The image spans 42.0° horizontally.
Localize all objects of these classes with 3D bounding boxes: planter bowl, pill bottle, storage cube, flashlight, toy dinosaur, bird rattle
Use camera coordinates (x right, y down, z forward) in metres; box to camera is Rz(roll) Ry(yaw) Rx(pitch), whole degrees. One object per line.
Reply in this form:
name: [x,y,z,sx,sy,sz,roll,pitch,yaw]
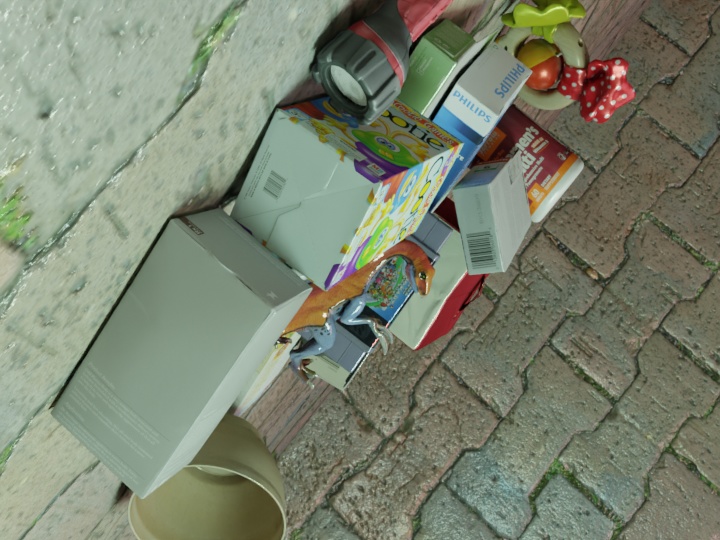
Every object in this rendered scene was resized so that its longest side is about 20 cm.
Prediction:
planter bowl: [-0.190,0.274,1.216,0.201,0.198,0.136,-55,-161,30]
pill bottle: [0.206,-0.170,1.319,0.110,0.199,0.110,-49,173,-8]
storage cube: [0.078,-0.016,1.326,0.172,0.199,0.179,-55,167,14]
flashlight: [0.048,-0.201,0.725,0.200,0.068,0.068,-47,177,-19]
toy dinosaur: [-0.019,0.037,0.919,0.199,0.106,0.182,-10,150,-50]
bird rattle: [0.259,-0.277,1.228,0.113,0.201,0.162,-45,-165,-31]

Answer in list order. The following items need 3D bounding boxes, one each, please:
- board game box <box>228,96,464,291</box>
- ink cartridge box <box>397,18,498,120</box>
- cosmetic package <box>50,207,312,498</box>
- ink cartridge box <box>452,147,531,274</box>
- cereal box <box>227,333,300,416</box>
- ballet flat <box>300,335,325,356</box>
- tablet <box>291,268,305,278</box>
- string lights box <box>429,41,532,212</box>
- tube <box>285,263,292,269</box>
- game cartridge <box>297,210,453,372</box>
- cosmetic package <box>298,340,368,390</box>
board game box: [-0.005,-0.078,0.796,0.106,0.102,0.200,-61,167,26]
ink cartridge box: [0.071,-0.193,0.989,0.146,0.048,0.200,-55,179,31]
cosmetic package: [-0.139,0.062,0.725,0.201,0.107,0.090,-51,172,17]
ink cartridge box: [0.171,-0.080,1.186,0.050,0.111,0.200,-6,-162,22]
cereal box: [-0.130,0.120,1.308,0.201,0.039,0.144,-55,173,30]
ballet flat: [-0.014,0.007,1.101,0.046,0.067,0.203,-10,122,-76]
tablet: [-0.076,0.013,0.926,0.129,0.014,0.200,-26,180,-2]
string lights box: [0.107,-0.149,1.062,0.103,0.059,0.201,-51,176,-41]
tube: [-0.092,-0.013,0.856,0.199,0.050,0.078,-29,156,-36]
game cartridge: [0.000,0.000,1.057,0.201,0.129,0.038,-55,174,8]
cosmetic package: [-0.029,0.086,1.395,0.104,0.087,0.200,-57,-174,14]
